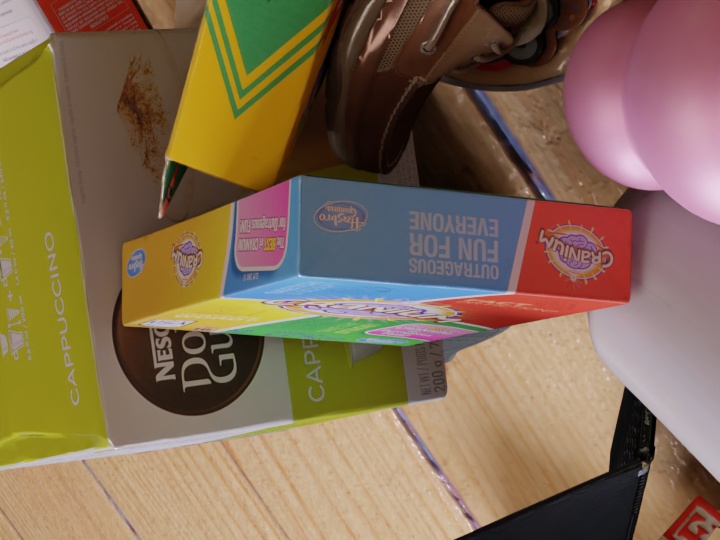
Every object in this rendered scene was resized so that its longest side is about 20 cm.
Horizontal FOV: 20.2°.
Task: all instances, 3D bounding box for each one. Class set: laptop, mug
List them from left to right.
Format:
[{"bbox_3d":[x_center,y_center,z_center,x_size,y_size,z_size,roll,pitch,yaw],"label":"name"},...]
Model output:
[{"bbox_3d":[0.083,0.111,0.981,0.103,0.200,0.177,8,141,4],"label":"laptop"},{"bbox_3d":[0.173,0.038,0.859,0.153,0.149,0.187,37,129,37],"label":"mug"}]

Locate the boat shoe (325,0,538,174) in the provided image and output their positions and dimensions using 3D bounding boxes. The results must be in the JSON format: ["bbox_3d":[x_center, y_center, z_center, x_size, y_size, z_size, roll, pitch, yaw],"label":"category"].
[{"bbox_3d":[0.036,-0.113,0.845,0.072,0.076,0.200,23,136,5],"label":"boat shoe"}]

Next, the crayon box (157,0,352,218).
[{"bbox_3d":[-0.028,-0.123,0.841,0.051,0.127,0.200,20,132,0],"label":"crayon box"}]

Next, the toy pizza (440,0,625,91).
[{"bbox_3d":[0.038,-0.166,0.879,0.200,0.032,0.200,18,128,25],"label":"toy pizza"}]

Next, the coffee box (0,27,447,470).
[{"bbox_3d":[-0.100,-0.008,1.059,0.200,0.197,0.200,-15,82,57],"label":"coffee box"}]

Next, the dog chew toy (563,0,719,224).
[{"bbox_3d":[0.160,-0.068,0.771,0.200,0.125,0.125,3,125,47],"label":"dog chew toy"}]

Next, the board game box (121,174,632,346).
[{"bbox_3d":[0.000,0.000,0.878,0.200,0.153,0.040,164,108,-63],"label":"board game box"}]

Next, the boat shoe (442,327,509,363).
[{"bbox_3d":[0.022,0.018,1.124,0.202,0.074,0.065,149,119,-62],"label":"boat shoe"}]

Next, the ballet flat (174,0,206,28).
[{"bbox_3d":[-0.045,-0.154,1.034,0.200,0.069,0.070,-10,115,58],"label":"ballet flat"}]

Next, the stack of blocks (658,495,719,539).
[{"bbox_3d":[0.192,0.172,0.998,0.115,0.059,0.200,40,167,19],"label":"stack of blocks"}]

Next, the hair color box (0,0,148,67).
[{"bbox_3d":[-0.161,-0.105,1.238,0.101,0.061,0.200,-6,117,56],"label":"hair color box"}]
